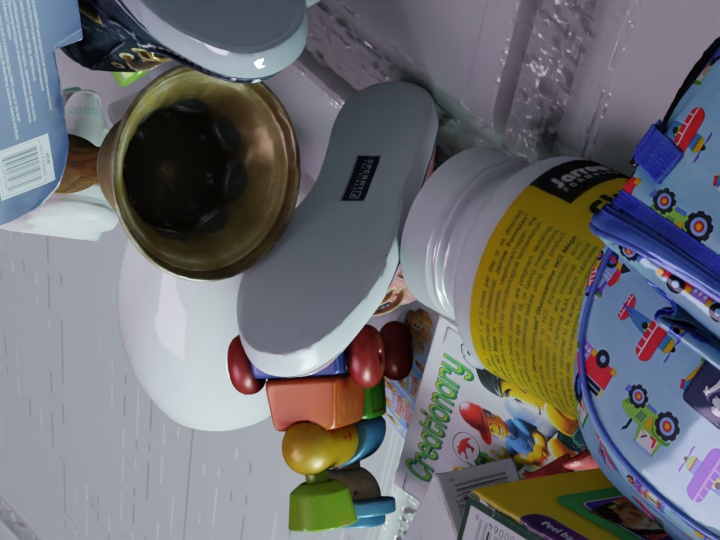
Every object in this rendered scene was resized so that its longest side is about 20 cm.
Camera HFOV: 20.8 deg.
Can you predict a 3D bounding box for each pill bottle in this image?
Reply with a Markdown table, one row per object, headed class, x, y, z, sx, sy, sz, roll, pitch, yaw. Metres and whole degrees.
| class | x | y | z | sx | sy | sz | roll | pitch | yaw |
| --- | --- | --- | --- | --- | --- | --- | --- | --- | --- |
| pill bottle | 0.117 | 0.014 | 0.909 | 0.200 | 0.112 | 0.113 | 28 | 142 | 39 |

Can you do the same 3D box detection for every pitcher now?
| class | x | y | z | sx | sy | sz | roll | pitch | yaw |
| --- | --- | --- | --- | --- | --- | --- | --- | --- | --- |
| pitcher | -0.076 | 0.004 | 1.185 | 0.171 | 0.121 | 0.201 | 31 | 134 | 43 |

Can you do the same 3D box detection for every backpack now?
| class | x | y | z | sx | sy | sz | roll | pitch | yaw |
| --- | --- | --- | --- | --- | --- | --- | --- | --- | --- |
| backpack | 0.163 | 0.020 | 0.734 | 0.182 | 0.200 | 0.134 | 42 | -168 | 22 |

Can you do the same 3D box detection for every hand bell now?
| class | x | y | z | sx | sy | sz | roll | pitch | yaw |
| --- | --- | --- | --- | --- | --- | --- | --- | --- | --- |
| hand bell | -0.126 | -0.054 | 1.007 | 0.200 | 0.104 | 0.105 | 7 | 127 | 56 |

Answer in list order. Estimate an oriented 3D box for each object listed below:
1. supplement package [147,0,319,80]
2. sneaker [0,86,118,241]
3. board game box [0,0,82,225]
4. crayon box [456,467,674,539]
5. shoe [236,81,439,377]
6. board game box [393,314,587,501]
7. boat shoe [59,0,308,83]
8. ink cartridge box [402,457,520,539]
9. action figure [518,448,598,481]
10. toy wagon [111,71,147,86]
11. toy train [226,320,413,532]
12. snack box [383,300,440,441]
| class | x | y | z | sx | sy | sz | roll | pitch | yaw |
| --- | --- | --- | --- | --- | --- | --- | --- | --- | --- |
| supplement package | -0.058 | -0.198 | 0.944 | 0.156 | 0.111 | 0.200 | 58 | 152 | -7 |
| sneaker | -0.182 | -0.065 | 1.183 | 0.200 | 0.075 | 0.089 | 174 | 101 | -67 |
| board game box | -0.197 | -0.161 | 0.917 | 0.200 | 0.061 | 0.201 | 54 | 158 | 34 |
| crayon box | 0.165 | 0.147 | 0.816 | 0.200 | 0.172 | 0.059 | 29 | 112 | 43 |
| shoe | 0.000 | 0.000 | 1.000 | 0.071 | 0.201 | 0.091 | 5 | 135 | 20 |
| board game box | 0.089 | 0.098 | 1.090 | 0.126 | 0.035 | 0.200 | 32 | 149 | 14 |
| boat shoe | -0.088 | -0.120 | 0.891 | 0.200 | 0.071 | 0.091 | 42 | 150 | 37 |
| ink cartridge box | 0.062 | 0.197 | 1.117 | 0.200 | 0.050 | 0.109 | 107 | 148 | -61 |
| action figure | 0.120 | 0.192 | 0.932 | 0.065 | 0.099 | 0.201 | -33 | 83 | 57 |
| toy wagon | -0.153 | -0.176 | 1.071 | 0.156 | 0.039 | 0.200 | 58 | -169 | -7 |
| toy train | -0.027 | 0.089 | 1.059 | 0.084 | 0.200 | 0.116 | -5 | 89 | 14 |
| snack box | 0.051 | 0.048 | 1.137 | 0.072 | 0.024 | 0.200 | 48 | 151 | 8 |
